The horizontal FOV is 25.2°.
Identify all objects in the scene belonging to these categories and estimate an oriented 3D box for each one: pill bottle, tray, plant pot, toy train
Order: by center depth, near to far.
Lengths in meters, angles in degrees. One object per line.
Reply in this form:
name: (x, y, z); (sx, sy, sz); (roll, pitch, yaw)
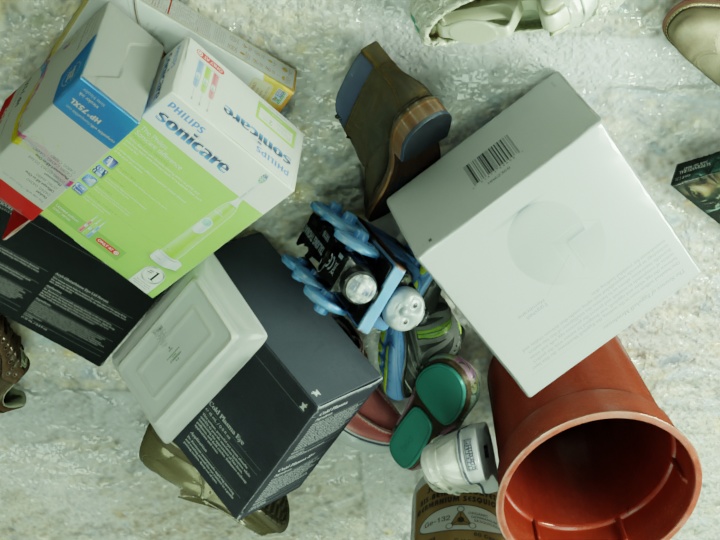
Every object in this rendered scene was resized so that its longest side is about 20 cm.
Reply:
toy train: (0.000, 0.000, 1.498); (0.114, 0.200, 0.087); (27, 98, -20)
tray: (-0.172, 0.077, 1.542); (0.108, 0.022, 0.200); (55, 130, 14)
plant pot: (0.213, 0.157, 1.595); (0.199, 0.196, 0.202); (-4, 125, -6)
pill bottle: (0.109, 0.267, 1.706); (0.113, 0.201, 0.115); (2, 131, 2)

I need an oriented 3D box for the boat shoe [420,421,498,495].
boat shoe: (0.096, 0.190, 1.594); (0.069, 0.072, 0.200); (-12, 172, 9)

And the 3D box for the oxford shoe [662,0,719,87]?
oxford shoe: (0.351, -0.170, 1.402); (0.199, 0.075, 0.071); (24, 128, -16)

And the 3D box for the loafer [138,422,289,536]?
loafer: (-0.162, 0.226, 1.779); (0.200, 0.076, 0.067); (42, 123, -16)

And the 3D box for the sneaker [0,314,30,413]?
sneaker: (-0.379, 0.076, 1.673); (0.075, 0.071, 0.201); (4, 140, -12)

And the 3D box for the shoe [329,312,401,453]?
shoe: (-0.015, 0.112, 1.667); (0.199, 0.072, 0.091); (35, 130, -18)

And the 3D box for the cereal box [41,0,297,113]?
cereal box: (-0.177, -0.172, 1.460); (0.199, 0.040, 0.144); (28, 128, -19)

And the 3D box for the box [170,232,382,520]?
box: (-0.109, 0.103, 1.581); (0.200, 0.104, 0.182); (49, 129, 16)

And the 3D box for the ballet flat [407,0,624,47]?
ballet flat: (0.139, -0.222, 1.381); (0.198, 0.072, 0.072); (-8, 129, 10)

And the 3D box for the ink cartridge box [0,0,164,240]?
ink cartridge box: (-0.265, -0.127, 1.405); (0.067, 0.117, 0.200); (38, 125, -25)

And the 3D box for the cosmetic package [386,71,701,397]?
cosmetic package: (0.167, -0.032, 1.469); (0.199, 0.123, 0.200); (-36, 120, 6)

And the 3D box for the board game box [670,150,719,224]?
board game box: (0.401, -0.050, 1.487); (0.199, 0.028, 0.135); (34, 153, -25)

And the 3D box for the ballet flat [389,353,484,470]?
ballet flat: (0.086, 0.134, 1.628); (0.071, 0.069, 0.201); (-26, 156, -32)

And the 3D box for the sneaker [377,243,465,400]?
sneaker: (0.066, 0.046, 1.619); (0.082, 0.071, 0.201); (-6, 131, -15)

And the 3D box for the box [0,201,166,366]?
box: (-0.299, -0.015, 1.577); (0.199, 0.079, 0.141); (31, 129, -20)

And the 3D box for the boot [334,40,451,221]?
boot: (0.022, -0.126, 1.481); (0.074, 0.097, 0.200); (-28, 163, -25)

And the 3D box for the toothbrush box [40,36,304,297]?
toothbrush box: (-0.171, -0.088, 1.449); (0.145, 0.086, 0.199); (38, 127, -25)
